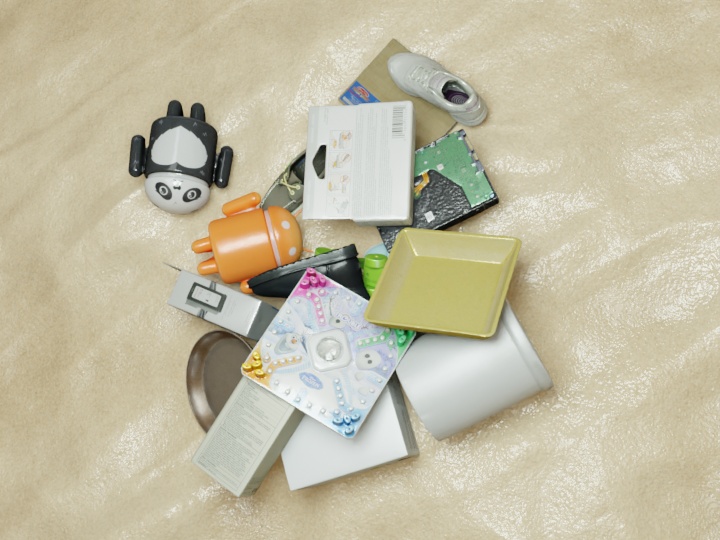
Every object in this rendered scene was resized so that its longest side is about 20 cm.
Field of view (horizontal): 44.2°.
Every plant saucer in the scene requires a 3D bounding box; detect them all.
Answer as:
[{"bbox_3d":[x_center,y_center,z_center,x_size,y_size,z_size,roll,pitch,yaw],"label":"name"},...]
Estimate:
[{"bbox_3d":[-0.220,0.198,1.500,0.200,0.032,0.201,4,96,39],"label":"plant saucer"},{"bbox_3d":[0.129,0.027,1.340,0.199,0.049,0.200,6,48,22],"label":"plant saucer"}]

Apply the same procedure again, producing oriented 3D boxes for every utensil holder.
[{"bbox_3d":[0.173,0.151,1.379,0.200,0.170,0.170,-29,73,7],"label":"utensil holder"}]

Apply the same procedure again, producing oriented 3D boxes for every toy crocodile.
[{"bbox_3d":[0.000,0.000,1.487,0.200,0.062,0.068,10,110,32],"label":"toy crocodile"}]

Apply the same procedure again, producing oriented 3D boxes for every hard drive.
[{"bbox_3d":[0.109,-0.128,1.453,0.200,0.038,0.140,-27,73,8],"label":"hard drive"}]

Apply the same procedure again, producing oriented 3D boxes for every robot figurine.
[{"bbox_3d":[-0.186,-0.046,1.522,0.199,0.117,0.144,-14,55,-4],"label":"robot figurine"},{"bbox_3d":[-0.323,-0.202,1.596,0.150,0.125,0.201,-2,77,32],"label":"robot figurine"}]

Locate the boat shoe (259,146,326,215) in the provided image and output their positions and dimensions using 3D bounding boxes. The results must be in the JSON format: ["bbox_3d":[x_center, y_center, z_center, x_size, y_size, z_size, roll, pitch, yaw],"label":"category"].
[{"bbox_3d":[-0.108,-0.163,1.569,0.202,0.060,0.072,-42,73,3],"label":"boat shoe"}]

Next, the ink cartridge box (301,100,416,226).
[{"bbox_3d":[-0.001,-0.173,1.448,0.176,0.045,0.201,0,78,13],"label":"ink cartridge box"}]

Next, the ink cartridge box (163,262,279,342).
[{"bbox_3d":[-0.249,0.058,1.530,0.200,0.116,0.068,21,83,18],"label":"ink cartridge box"}]

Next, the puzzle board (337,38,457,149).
[{"bbox_3d":[0.078,-0.299,1.576,0.200,0.017,0.151,44,92,18],"label":"puzzle board"}]

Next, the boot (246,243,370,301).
[{"bbox_3d":[-0.072,0.062,1.441,0.200,0.076,0.169,-16,92,10],"label":"boot"}]

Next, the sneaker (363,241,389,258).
[{"bbox_3d":[0.093,-0.025,1.479,0.199,0.082,0.074,-1,77,17],"label":"sneaker"}]

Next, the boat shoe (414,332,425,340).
[{"bbox_3d":[0.102,0.079,1.469,0.200,0.073,0.062,-28,58,4],"label":"boat shoe"}]

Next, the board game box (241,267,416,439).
[{"bbox_3d":[-0.047,0.119,1.342,0.200,0.026,0.200,30,71,10],"label":"board game box"}]

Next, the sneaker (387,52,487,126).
[{"bbox_3d":[0.128,-0.324,1.508,0.200,0.100,0.075,33,91,19],"label":"sneaker"}]

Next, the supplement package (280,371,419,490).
[{"bbox_3d":[-0.027,0.253,1.437,0.199,0.111,0.156,-19,74,10],"label":"supplement package"}]

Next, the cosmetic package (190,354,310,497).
[{"bbox_3d":[-0.162,0.239,1.378,0.103,0.073,0.200,33,88,18],"label":"cosmetic package"}]
